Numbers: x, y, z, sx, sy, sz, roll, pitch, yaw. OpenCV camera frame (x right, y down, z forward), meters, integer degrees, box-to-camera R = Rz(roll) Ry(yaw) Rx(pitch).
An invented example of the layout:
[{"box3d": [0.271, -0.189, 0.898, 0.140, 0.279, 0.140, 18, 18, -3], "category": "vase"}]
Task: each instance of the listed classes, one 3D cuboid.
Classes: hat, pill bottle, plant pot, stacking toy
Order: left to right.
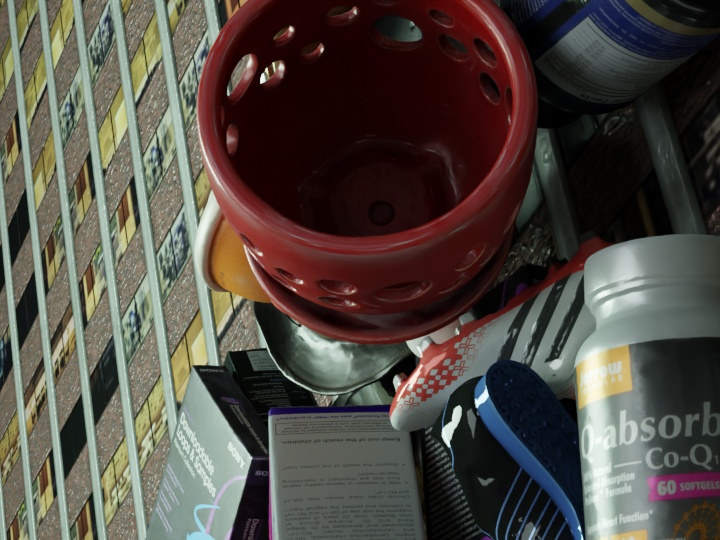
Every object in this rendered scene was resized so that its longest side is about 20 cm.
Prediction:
[{"box3d": [-0.016, -0.014, 1.594, 0.200, 0.081, 0.201, -19, 49, 24], "category": "hat"}, {"box3d": [0.000, 0.000, 1.466, 0.200, 0.146, 0.146, 37, 128, 20], "category": "stacking toy"}, {"box3d": [0.009, -0.066, 1.326, 0.183, 0.199, 0.201, 77, -173, -68], "category": "plant pot"}, {"box3d": [0.151, -0.161, 1.303, 0.200, 0.111, 0.112, 142, 128, -59], "category": "pill bottle"}, {"box3d": [0.177, 0.089, 1.195, 0.116, 0.116, 0.201, 145, 126, -60], "category": "pill bottle"}]

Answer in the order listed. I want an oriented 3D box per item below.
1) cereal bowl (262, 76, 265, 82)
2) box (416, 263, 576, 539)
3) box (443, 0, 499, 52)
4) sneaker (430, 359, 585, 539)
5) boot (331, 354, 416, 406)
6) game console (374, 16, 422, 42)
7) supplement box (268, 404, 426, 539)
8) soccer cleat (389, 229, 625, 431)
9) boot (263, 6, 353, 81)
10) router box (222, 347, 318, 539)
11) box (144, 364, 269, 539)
[{"box3d": [-0.036, -0.133, 1.764, 0.200, 0.083, 0.201, -175, 90, -68], "category": "cereal bowl"}, {"box3d": [0.092, 0.115, 1.440, 0.143, 0.036, 0.201, -38, 49, 51], "category": "box"}, {"box3d": [0.063, -0.188, 1.515, 0.200, 0.106, 0.153, 126, 142, -50], "category": "box"}, {"box3d": [0.117, 0.152, 1.306, 0.200, 0.070, 0.078, 58, 137, 11], "category": "sneaker"}, {"box3d": [-0.009, 0.107, 1.693, 0.200, 0.072, 0.182, 110, 155, -46], "category": "boot"}, {"box3d": [0.009, -0.210, 1.484, 0.177, 0.031, 0.201, -20, 69, 59], "category": "game console"}, {"box3d": [-0.010, 0.189, 1.458, 0.200, 0.103, 0.102, -100, 10, -58], "category": "supplement box"}, {"box3d": [0.103, 0.057, 1.348, 0.200, 0.069, 0.085, -36, 71, 19], "category": "soccer cleat"}, {"box3d": [-0.012, -0.198, 1.423, 0.075, 0.073, 0.201, 35, 114, 47], "category": "boot"}, {"box3d": [-0.080, 0.184, 1.692, 0.150, 0.062, 0.201, -117, 36, -45], "category": "router box"}, {"box3d": [-0.115, 0.191, 1.634, 0.143, 0.036, 0.201, 48, 126, 55], "category": "box"}]
